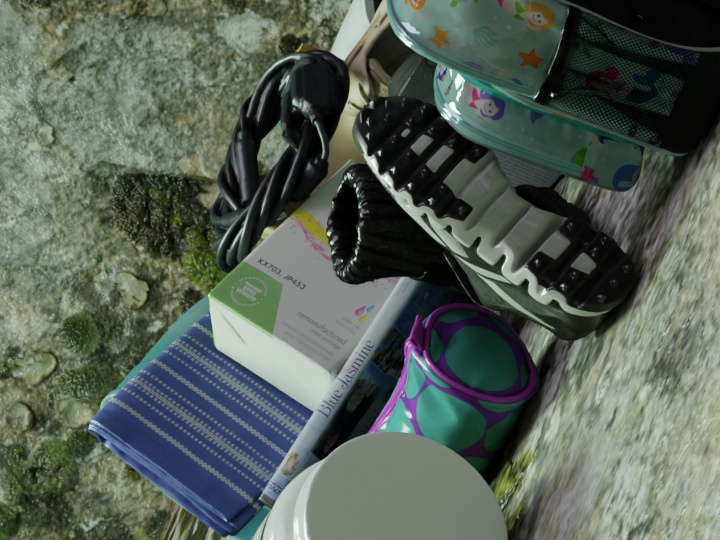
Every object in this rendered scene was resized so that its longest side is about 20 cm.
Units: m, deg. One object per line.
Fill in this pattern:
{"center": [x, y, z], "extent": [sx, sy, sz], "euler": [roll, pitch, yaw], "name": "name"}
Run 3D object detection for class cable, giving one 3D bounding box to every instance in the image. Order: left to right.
{"center": [-0.062, -0.085, 1.804], "extent": [0.163, 0.051, 0.200], "euler": [-60, 18, 23], "name": "cable"}

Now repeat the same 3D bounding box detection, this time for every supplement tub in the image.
{"center": [-0.004, 0.193, 1.435], "extent": [0.200, 0.140, 0.140], "euler": [123, 168, -54], "name": "supplement tub"}

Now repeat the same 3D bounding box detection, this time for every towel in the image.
{"center": [-0.077, 0.088, 1.711], "extent": [0.200, 0.145, 0.024], "euler": [-42, -28, -28], "name": "towel"}

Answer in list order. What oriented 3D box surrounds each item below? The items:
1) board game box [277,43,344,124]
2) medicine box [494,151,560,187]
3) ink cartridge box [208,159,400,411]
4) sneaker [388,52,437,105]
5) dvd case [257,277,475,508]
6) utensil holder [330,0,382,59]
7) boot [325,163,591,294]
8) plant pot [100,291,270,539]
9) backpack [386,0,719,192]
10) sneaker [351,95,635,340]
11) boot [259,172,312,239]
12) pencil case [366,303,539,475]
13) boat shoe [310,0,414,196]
{"center": [0.025, -0.118, 1.992], "extent": [0.153, 0.200, 0.040], "euler": [149, 143, -79], "name": "board game box"}
{"center": [0.107, -0.138, 1.825], "extent": [0.200, 0.103, 0.182], "euler": [126, 166, -63], "name": "medicine box"}
{"center": [0.000, 0.000, 1.720], "extent": [0.200, 0.117, 0.067], "euler": [-45, -28, -28], "name": "ink cartridge box"}
{"center": [0.078, -0.130, 1.639], "extent": [0.200, 0.060, 0.104], "euler": [-48, 32, 23], "name": "sneaker"}
{"center": [0.013, 0.094, 1.689], "extent": [0.200, 0.018, 0.143], "euler": [-57, -26, -4], "name": "dvd case"}
{"center": [0.065, -0.196, 2.096], "extent": [0.200, 0.170, 0.170], "euler": [125, 167, -70], "name": "utensil holder"}
{"center": [0.053, -0.024, 1.573], "extent": [0.211, 0.158, 0.080], "euler": [180, 95, -82], "name": "boot"}
{"center": [-0.063, 0.085, 1.832], "extent": [0.188, 0.200, 0.200], "euler": [-55, 2, -24], "name": "plant pot"}
{"center": [0.114, -0.152, 1.416], "extent": [0.178, 0.200, 0.151], "euler": [-80, 15, -59], "name": "backpack"}
{"center": [0.071, -0.023, 1.439], "extent": [0.066, 0.200, 0.091], "euler": [-45, -17, -26], "name": "sneaker"}
{"center": [-0.011, -0.010, 1.937], "extent": [0.155, 0.200, 0.073], "euler": [122, 151, -57], "name": "boot"}
{"center": [0.040, 0.109, 1.577], "extent": [0.085, 0.092, 0.200], "euler": [-75, 11, -45], "name": "pencil case"}
{"center": [0.012, -0.140, 1.834], "extent": [0.065, 0.071, 0.200], "euler": [-120, 54, -82], "name": "boat shoe"}
